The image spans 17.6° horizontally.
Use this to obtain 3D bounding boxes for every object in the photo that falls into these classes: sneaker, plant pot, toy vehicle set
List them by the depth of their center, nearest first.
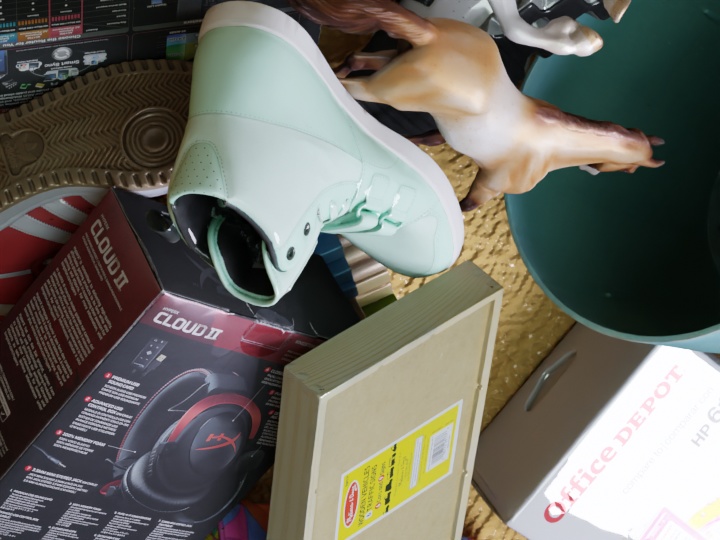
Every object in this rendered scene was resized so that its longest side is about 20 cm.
[{"bbox_3d":[-0.026,-0.021,1.082,0.200,0.073,0.119,44,52,-44],"label":"sneaker"},{"bbox_3d":[-0.138,-0.036,1.156,0.199,0.071,0.113,-17,154,0],"label":"sneaker"},{"bbox_3d":[0.009,0.100,1.181,0.124,0.026,0.201,-28,142,-33],"label":"toy vehicle set"},{"bbox_3d":[0.053,-0.138,1.197,0.200,0.089,0.074,-33,151,8],"label":"sneaker"},{"bbox_3d":[0.201,-0.047,1.215,0.161,0.200,0.201,19,106,-52],"label":"plant pot"}]

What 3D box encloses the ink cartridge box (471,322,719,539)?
[{"bbox_3d":[0.182,0.124,1.332,0.200,0.085,0.145,36,97,-23],"label":"ink cartridge box"}]

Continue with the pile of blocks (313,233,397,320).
[{"bbox_3d":[0.000,0.000,1.234,0.062,0.082,0.201,-24,114,-6],"label":"pile of blocks"}]

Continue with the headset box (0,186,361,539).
[{"bbox_3d":[-0.102,0.054,1.144,0.148,0.075,0.200,17,123,-45],"label":"headset box"}]

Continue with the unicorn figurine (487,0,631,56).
[{"bbox_3d":[0.072,-0.168,1.090,0.137,0.074,0.200,31,55,-1],"label":"unicorn figurine"}]

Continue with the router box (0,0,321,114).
[{"bbox_3d":[-0.114,-0.143,1.117,0.199,0.062,0.150,-9,149,-13],"label":"router box"}]

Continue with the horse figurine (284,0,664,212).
[{"bbox_3d":[0.040,-0.080,1.120,0.200,0.132,0.050,39,52,-40],"label":"horse figurine"}]

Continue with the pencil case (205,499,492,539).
[{"bbox_3d":[-0.008,0.177,1.300,0.199,0.088,0.089,12,106,-18],"label":"pencil case"}]
